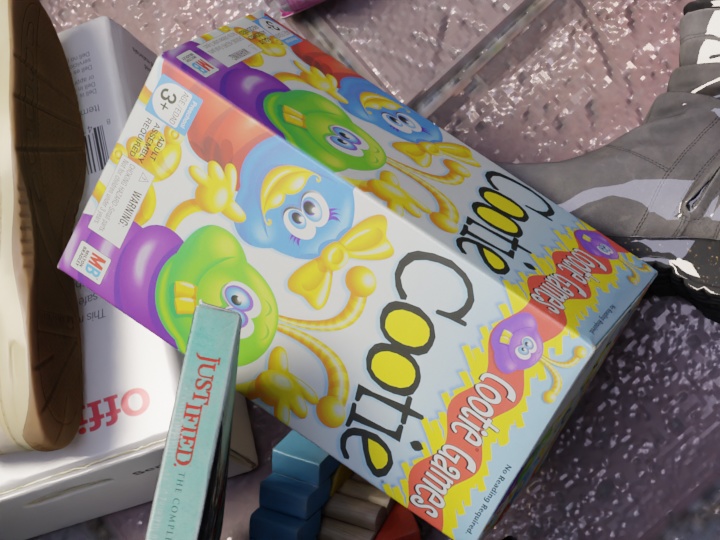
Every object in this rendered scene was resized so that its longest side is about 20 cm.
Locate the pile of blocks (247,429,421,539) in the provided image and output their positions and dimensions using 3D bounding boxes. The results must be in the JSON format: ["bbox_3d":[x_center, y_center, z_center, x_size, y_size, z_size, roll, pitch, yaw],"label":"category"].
[{"bbox_3d":[-0.015,0.131,0.936,0.062,0.082,0.202,14,81,22],"label":"pile of blocks"}]

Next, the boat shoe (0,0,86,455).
[{"bbox_3d":[-0.158,-0.023,0.938,0.064,0.071,0.202,-7,75,17],"label":"boat shoe"}]

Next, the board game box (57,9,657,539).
[{"bbox_3d":[0.000,0.000,0.885,0.199,0.103,0.105,33,114,9],"label":"board game box"}]

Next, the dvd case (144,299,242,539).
[{"bbox_3d":[-0.071,0.123,0.856,0.022,0.201,0.147,10,59,-1],"label":"dvd case"}]

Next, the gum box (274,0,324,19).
[{"bbox_3d":[-0.024,-0.226,1.039,0.113,0.066,0.201,-25,70,11],"label":"gum box"}]

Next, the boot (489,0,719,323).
[{"bbox_3d":[0.126,-0.055,0.949,0.198,0.070,0.133,15,78,11],"label":"boot"}]

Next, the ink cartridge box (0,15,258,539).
[{"bbox_3d":[-0.142,0.010,1.010,0.144,0.087,0.202,-19,69,15],"label":"ink cartridge box"}]

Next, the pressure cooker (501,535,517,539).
[{"bbox_3d":[0.048,0.203,0.840,0.199,0.179,0.177,-32,94,-5],"label":"pressure cooker"}]
